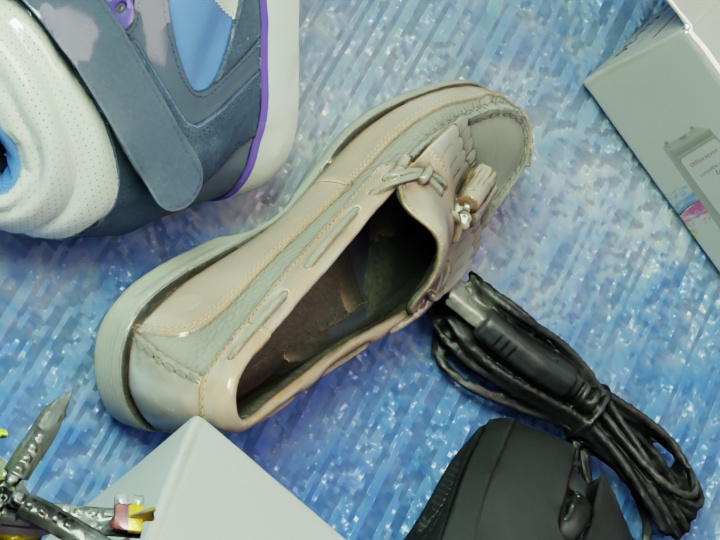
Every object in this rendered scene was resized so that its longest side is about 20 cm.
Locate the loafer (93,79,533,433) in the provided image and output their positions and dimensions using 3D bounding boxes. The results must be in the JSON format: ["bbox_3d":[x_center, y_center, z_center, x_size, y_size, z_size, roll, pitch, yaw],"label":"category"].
[{"bbox_3d":[0.000,0.000,0.867,0.200,0.063,0.072,-35,126,-34],"label":"loafer"}]

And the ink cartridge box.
[{"bbox_3d":[0.171,-0.068,1.016,0.116,0.067,0.200,-42,100,-37],"label":"ink cartridge box"}]

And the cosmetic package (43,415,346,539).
[{"bbox_3d":[-0.016,0.151,0.781,0.200,0.101,0.071,42,33,-16],"label":"cosmetic package"}]

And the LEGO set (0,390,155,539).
[{"bbox_3d":[-0.153,0.103,0.610,0.153,0.116,0.201,21,58,8],"label":"LEGO set"}]

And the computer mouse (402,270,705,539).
[{"bbox_3d":[0.053,0.104,0.883,0.138,0.053,0.201,41,56,-17],"label":"computer mouse"}]

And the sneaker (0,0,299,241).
[{"bbox_3d":[-0.092,-0.110,0.819,0.146,0.080,0.202,-11,102,-43],"label":"sneaker"}]
